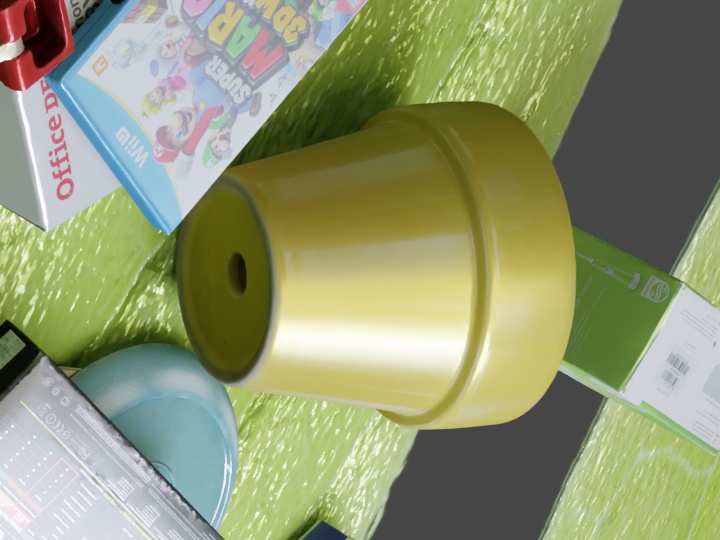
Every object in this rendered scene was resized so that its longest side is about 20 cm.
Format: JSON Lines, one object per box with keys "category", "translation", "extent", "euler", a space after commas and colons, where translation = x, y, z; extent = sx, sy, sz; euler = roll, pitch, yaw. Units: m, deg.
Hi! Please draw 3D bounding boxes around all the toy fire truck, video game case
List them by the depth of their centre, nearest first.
{"category": "toy fire truck", "translation": [-0.256, -0.103, 1.315], "extent": [0.200, 0.141, 0.049], "euler": [-35, 135, -30]}
{"category": "video game case", "translation": [-0.074, -0.135, 1.463], "extent": [0.200, 0.018, 0.143], "euler": [-50, 143, -14]}

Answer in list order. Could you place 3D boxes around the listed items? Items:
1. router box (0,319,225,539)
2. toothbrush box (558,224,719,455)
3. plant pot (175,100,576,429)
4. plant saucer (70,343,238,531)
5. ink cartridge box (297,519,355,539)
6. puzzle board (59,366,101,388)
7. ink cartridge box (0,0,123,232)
{"category": "router box", "translation": [-0.188, 0.149, 1.555], "extent": [0.150, 0.062, 0.200], "euler": [-45, 124, -8]}
{"category": "toothbrush box", "translation": [0.153, 0.028, 1.804], "extent": [0.086, 0.200, 0.146], "euler": [-59, 142, -1]}
{"category": "plant pot", "translation": [0.000, 0.000, 1.638], "extent": [0.188, 0.201, 0.201], "euler": [-4, 116, -31]}
{"category": "plant saucer", "translation": [-0.144, 0.142, 1.659], "extent": [0.200, 0.027, 0.201], "euler": [-27, 130, -37]}
{"category": "ink cartridge box", "translation": [-0.060, 0.301, 1.864], "extent": [0.200, 0.041, 0.200], "euler": [-41, 138, -23]}
{"category": "puzzle board", "translation": [-0.198, 0.127, 1.624], "extent": [0.200, 0.017, 0.151], "euler": [9, 105, -51]}
{"category": "ink cartridge box", "translation": [-0.134, -0.135, 1.477], "extent": [0.200, 0.083, 0.145], "euler": [-35, 135, -30]}
